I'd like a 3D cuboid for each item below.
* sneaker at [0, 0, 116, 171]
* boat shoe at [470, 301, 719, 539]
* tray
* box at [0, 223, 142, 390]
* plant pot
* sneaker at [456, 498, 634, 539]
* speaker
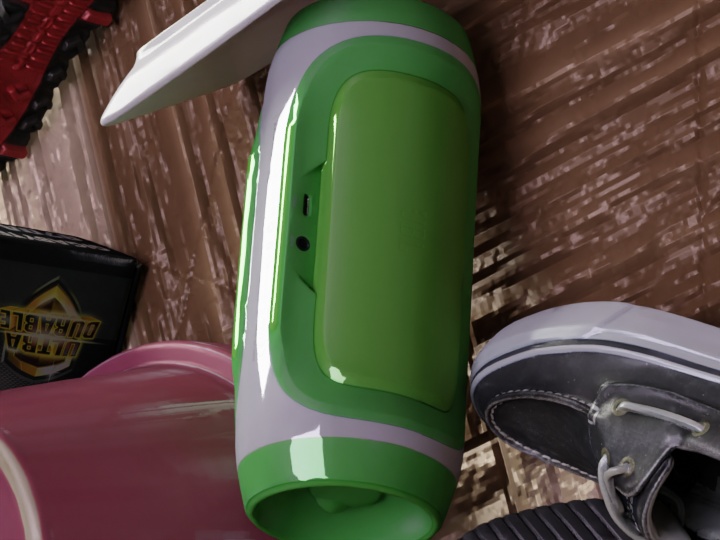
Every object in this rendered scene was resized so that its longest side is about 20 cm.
[{"bbox_3d":[-0.170,-0.115,1.324,0.200,0.079,0.096,-47,47,15],"label":"sneaker"},{"bbox_3d":[0.113,0.062,1.038,0.200,0.072,0.071,6,51,39],"label":"boat shoe"},{"bbox_3d":[-0.011,-0.119,1.158,0.200,0.107,0.022,-32,87,32],"label":"tray"},{"bbox_3d":[-0.192,0.054,1.225,0.046,0.200,0.159,19,96,42],"label":"box"},{"bbox_3d":[-0.104,0.121,1.156,0.200,0.179,0.201,-8,78,39],"label":"plant pot"},{"bbox_3d":[0.037,0.157,1.108,0.200,0.089,0.074,-34,66,3],"label":"sneaker"},{"bbox_3d":[0.000,0.000,1.121,0.088,0.088,0.200,-17,57,37],"label":"speaker"}]
